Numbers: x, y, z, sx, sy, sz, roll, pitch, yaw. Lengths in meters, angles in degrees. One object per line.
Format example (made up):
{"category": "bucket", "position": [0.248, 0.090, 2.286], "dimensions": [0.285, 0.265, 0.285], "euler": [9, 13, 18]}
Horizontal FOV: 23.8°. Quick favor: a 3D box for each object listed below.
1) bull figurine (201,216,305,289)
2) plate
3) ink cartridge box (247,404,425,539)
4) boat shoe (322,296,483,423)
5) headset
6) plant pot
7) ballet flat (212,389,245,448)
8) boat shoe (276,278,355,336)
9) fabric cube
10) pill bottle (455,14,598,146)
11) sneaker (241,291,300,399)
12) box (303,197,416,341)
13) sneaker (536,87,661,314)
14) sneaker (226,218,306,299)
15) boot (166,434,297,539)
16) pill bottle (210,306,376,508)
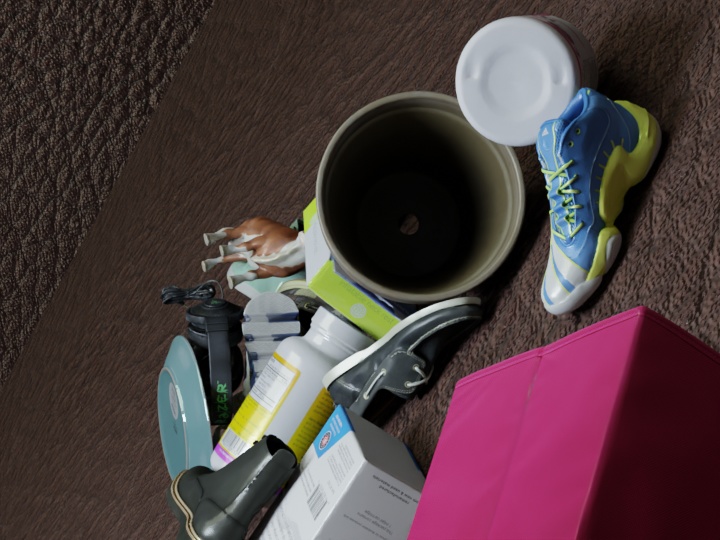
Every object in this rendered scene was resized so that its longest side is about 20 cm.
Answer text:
{"category": "bull figurine", "position": [-0.111, -0.024, 1.998], "dimensions": [0.200, 0.120, 0.066], "euler": [-165, 65, -69]}
{"category": "plate", "position": [-0.198, 0.173, 1.888], "dimensions": [0.200, 0.025, 0.203], "euler": [173, 90, -73]}
{"category": "ink cartridge box", "position": [-0.031, 0.243, 1.537], "dimensions": [0.201, 0.084, 0.146], "euler": [-57, 17, 8]}
{"category": "boat shoe", "position": [0.049, 0.089, 1.643], "dimensions": [0.199, 0.071, 0.068], "euler": [-38, 64, 33]}
{"category": "headset", "position": [-0.176, 0.083, 1.904], "dimensions": [0.201, 0.093, 0.125], "euler": [-100, 11, -50]}
{"category": "plant pot", "position": [0.052, -0.058, 1.675], "dimensions": [0.201, 0.199, 0.174], "euler": [-61, -1, -9]}
{"category": "ballet flat", "position": [-0.131, 0.180, 1.937], "dimensions": [0.071, 0.070, 0.202], "euler": [-33, 30, 52]}
{"category": "boat shoe", "position": [-0.057, 0.051, 1.940], "dimensions": [0.200, 0.073, 0.065], "euler": [-24, 32, 60]}
{"category": "fabric cube", "position": [0.151, 0.174, 0.990], "dimensions": [0.200, 0.195, 0.201], "euler": [-28, 36, 55]}
{"category": "pill bottle", "position": [0.160, -0.180, 1.583], "dimensions": [0.114, 0.113, 0.200], "euler": [-52, -6, 16]}
{"category": "sneaker", "position": [-0.094, 0.133, 1.889], "dimensions": [0.115, 0.079, 0.202], "euler": [78, -165, -77]}
{"category": "box", "position": [0.000, 0.000, 1.792], "dimensions": [0.048, 0.121, 0.201], "euler": [-47, 20, 19]}
{"category": "sneaker", "position": [0.178, -0.067, 1.456], "dimensions": [0.076, 0.105, 0.202], "euler": [-19, 42, 63]}
{"category": "sneaker", "position": [-0.097, -0.010, 2.139], "dimensions": [0.119, 0.073, 0.200], "euler": [-64, 27, 2]}
{"category": "boot", "position": [-0.115, 0.201, 1.640], "dimensions": [0.139, 0.077, 0.200], "euler": [-52, 20, 6]}
{"category": "pill bottle", "position": [-0.064, 0.141, 1.760], "dimensions": [0.201, 0.104, 0.104], "euler": [-58, 18, 0]}
